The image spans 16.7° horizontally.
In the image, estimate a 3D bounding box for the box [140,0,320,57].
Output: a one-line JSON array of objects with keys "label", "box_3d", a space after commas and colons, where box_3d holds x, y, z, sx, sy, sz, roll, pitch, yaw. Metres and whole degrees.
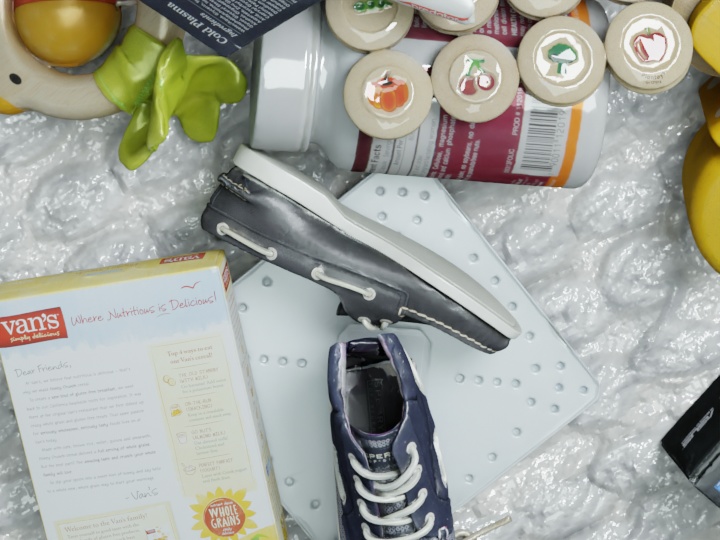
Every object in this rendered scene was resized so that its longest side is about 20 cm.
[{"label": "box", "box_3d": [-0.034, -0.245, 1.304, 0.104, 0.200, 0.182, 32, 143, -28]}]

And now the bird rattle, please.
[{"label": "bird rattle", "box_3d": [-0.148, -0.159, 1.416, 0.163, 0.113, 0.200, -4, 99, 13]}]

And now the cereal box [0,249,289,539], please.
[{"label": "cereal box", "box_3d": [-0.132, 0.094, 1.480, 0.144, 0.040, 0.200, -8, 108, 8]}]

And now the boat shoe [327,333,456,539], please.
[{"label": "boat shoe", "box_3d": [0.014, 0.131, 1.426, 0.075, 0.093, 0.200, -13, 74, 3]}]

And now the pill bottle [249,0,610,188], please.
[{"label": "pill bottle", "box_3d": [0.038, -0.110, 1.431, 0.200, 0.114, 0.114, 5, 102, -6]}]

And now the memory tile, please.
[{"label": "memory tile", "box_3d": [0.078, -0.161, 1.368, 0.200, 0.017, 0.154, -11, 85, -2]}]

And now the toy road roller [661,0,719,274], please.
[{"label": "toy road roller", "box_3d": [0.231, -0.088, 1.453, 0.200, 0.123, 0.146, 43, 107, -13]}]

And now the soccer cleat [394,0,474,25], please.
[{"label": "soccer cleat", "box_3d": [0.076, -0.225, 1.330, 0.085, 0.069, 0.200, 32, 81, 10]}]

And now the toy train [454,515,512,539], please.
[{"label": "toy train", "box_3d": [0.019, 0.230, 1.511, 0.200, 0.116, 0.085, -31, 60, -4]}]

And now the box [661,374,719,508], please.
[{"label": "box", "box_3d": [0.317, 0.119, 1.519, 0.200, 0.086, 0.164, 41, 95, -12]}]

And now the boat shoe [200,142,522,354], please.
[{"label": "boat shoe", "box_3d": [0.000, 0.000, 1.447, 0.200, 0.074, 0.060, 31, 97, -7]}]

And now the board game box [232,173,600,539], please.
[{"label": "board game box", "box_3d": [0.012, 0.059, 1.510, 0.200, 0.026, 0.200, -38, 103, 4]}]
